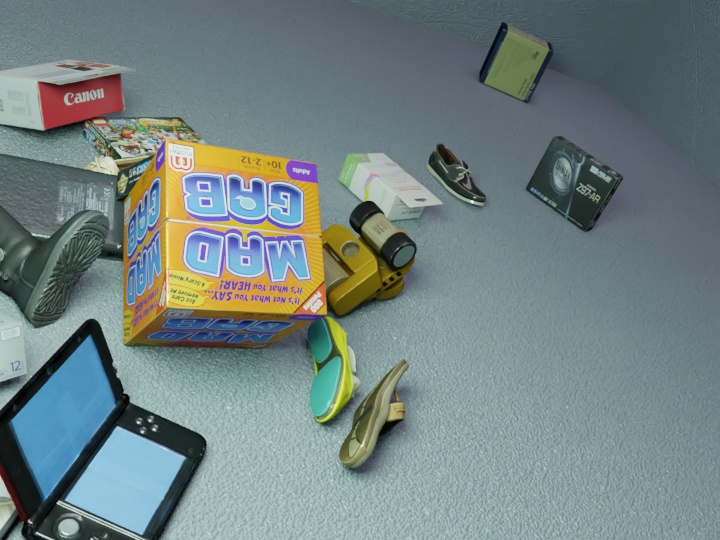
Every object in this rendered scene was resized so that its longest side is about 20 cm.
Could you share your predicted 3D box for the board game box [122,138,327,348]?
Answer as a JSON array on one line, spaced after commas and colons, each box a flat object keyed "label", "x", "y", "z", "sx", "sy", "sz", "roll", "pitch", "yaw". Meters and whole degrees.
[{"label": "board game box", "x": -0.179, "y": -0.021, "z": 0.962, "sx": 0.198, "sy": 0.200, "sz": 0.202, "roll": 5, "pitch": 71, "yaw": -30}]

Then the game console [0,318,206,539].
[{"label": "game console", "x": -0.252, "y": 0.172, "z": 0.764, "sx": 0.171, "sy": 0.119, "sz": 0.200, "roll": 24, "pitch": 30, "yaw": -1}]

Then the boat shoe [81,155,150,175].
[{"label": "boat shoe", "x": -0.405, "y": -0.151, "z": 1.205, "sx": 0.074, "sy": 0.070, "sz": 0.199, "roll": 39, "pitch": 34, "yaw": 23}]

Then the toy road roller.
[{"label": "toy road roller", "x": 0.000, "y": 0.000, "z": 1.248, "sx": 0.199, "sy": 0.147, "sz": 0.123, "roll": -35, "pitch": 56, "yaw": -14}]

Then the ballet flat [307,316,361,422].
[{"label": "ballet flat", "x": -0.032, "y": 0.138, "z": 1.040, "sx": 0.067, "sy": 0.067, "sz": 0.201, "roll": 35, "pitch": 22, "yaw": -26}]

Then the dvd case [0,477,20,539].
[{"label": "dvd case", "x": -0.389, "y": 0.212, "z": 0.703, "sx": 0.141, "sy": 0.018, "sz": 0.201, "roll": 22, "pitch": 30, "yaw": -3}]

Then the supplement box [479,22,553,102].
[{"label": "supplement box", "x": 0.557, "y": -0.747, "z": 2.709, "sx": 0.198, "sy": 0.201, "sz": 0.135, "roll": 22, "pitch": 30, "yaw": -3}]

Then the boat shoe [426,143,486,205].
[{"label": "boat shoe", "x": 0.231, "y": -0.226, "z": 1.792, "sx": 0.071, "sy": 0.068, "sz": 0.200, "roll": -2, "pitch": 41, "yaw": -40}]

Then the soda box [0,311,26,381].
[{"label": "soda box", "x": -0.453, "y": 0.097, "z": 0.771, "sx": 0.068, "sy": 0.064, "sz": 0.199, "roll": 16, "pitch": 21, "yaw": 36}]

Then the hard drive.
[{"label": "hard drive", "x": -0.435, "y": -0.092, "z": 1.088, "sx": 0.198, "sy": 0.033, "sz": 0.141, "roll": 9, "pitch": 54, "yaw": -26}]

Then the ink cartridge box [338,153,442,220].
[{"label": "ink cartridge box", "x": 0.062, "y": -0.164, "z": 1.569, "sx": 0.116, "sy": 0.068, "sz": 0.200, "roll": -9, "pitch": 43, "yaw": -45}]

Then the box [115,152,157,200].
[{"label": "box", "x": -0.226, "y": -0.125, "z": 1.102, "sx": 0.199, "sy": 0.050, "sz": 0.198, "roll": 7, "pitch": -10, "yaw": -39}]

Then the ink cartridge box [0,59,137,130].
[{"label": "ink cartridge box", "x": -0.508, "y": -0.304, "z": 1.301, "sx": 0.174, "sy": 0.085, "sz": 0.200, "roll": 11, "pitch": 25, "yaw": 22}]

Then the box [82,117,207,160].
[{"label": "box", "x": -0.382, "y": -0.231, "z": 1.378, "sx": 0.199, "sy": 0.038, "sz": 0.136, "roll": -13, "pitch": 47, "yaw": -47}]

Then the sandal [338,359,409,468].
[{"label": "sandal", "x": 0.028, "y": 0.193, "z": 0.986, "sx": 0.054, "sy": 0.080, "sz": 0.200, "roll": 39, "pitch": 31, "yaw": -5}]

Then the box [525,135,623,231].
[{"label": "box", "x": 0.540, "y": -0.221, "z": 1.916, "sx": 0.200, "sy": 0.161, "sz": 0.043, "roll": 42, "pitch": 34, "yaw": 26}]

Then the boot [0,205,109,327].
[{"label": "boot", "x": -0.431, "y": -0.052, "z": 0.952, "sx": 0.199, "sy": 0.166, "sz": 0.066, "roll": 36, "pitch": 4, "yaw": 20}]
